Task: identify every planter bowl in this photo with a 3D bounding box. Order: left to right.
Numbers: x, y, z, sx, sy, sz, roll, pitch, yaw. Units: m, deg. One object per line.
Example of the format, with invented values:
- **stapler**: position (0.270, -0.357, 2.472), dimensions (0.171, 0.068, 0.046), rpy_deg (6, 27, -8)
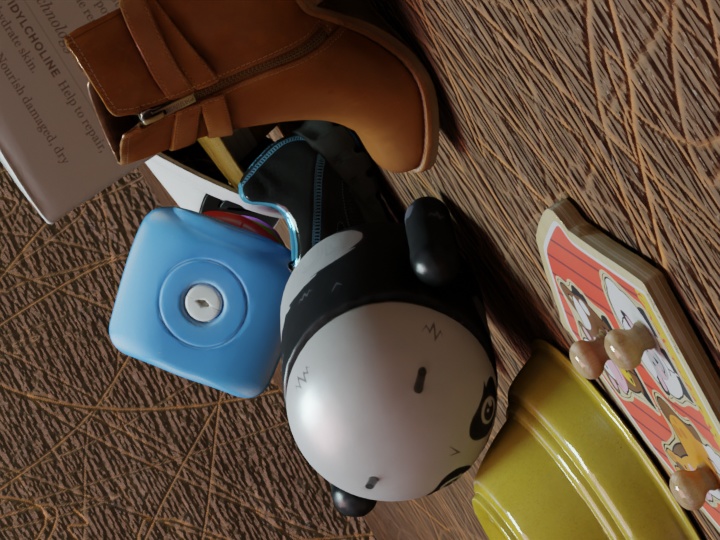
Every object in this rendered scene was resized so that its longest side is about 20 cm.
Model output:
- **planter bowl**: position (0.120, 0.143, 1.418), dimensions (0.200, 0.083, 0.200), rpy_deg (57, 174, 10)

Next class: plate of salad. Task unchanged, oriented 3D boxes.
- **plate of salad**: position (-0.100, -0.090, 1.824), dimensions (0.200, 0.048, 0.200), rpy_deg (25, -168, -6)

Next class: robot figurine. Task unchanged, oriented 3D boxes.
- **robot figurine**: position (0.017, 0.049, 1.456), dimensions (0.200, 0.125, 0.150), rpy_deg (-96, -17, -65)

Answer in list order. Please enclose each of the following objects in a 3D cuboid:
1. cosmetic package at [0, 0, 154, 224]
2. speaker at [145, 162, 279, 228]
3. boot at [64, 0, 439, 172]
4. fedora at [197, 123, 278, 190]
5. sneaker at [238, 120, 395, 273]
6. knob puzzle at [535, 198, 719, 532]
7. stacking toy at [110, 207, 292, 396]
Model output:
- **cosmetic package**: position (-0.142, -0.152, 1.426), dimensions (0.166, 0.200, 0.167), rpy_deg (58, 173, -10)
- **speaker**: position (-0.140, -0.099, 2.180), dimensions (0.200, 0.081, 0.081), rpy_deg (49, 169, 49)
- **boot**: position (-0.050, -0.088, 1.250), dimensions (0.077, 0.155, 0.200), rpy_deg (52, 172, 36)
- **fedora**: position (-0.097, -0.140, 1.671), dimensions (0.201, 0.082, 0.201), rpy_deg (53, 177, 4)
- **sneaker**: position (0.000, 0.000, 1.620), dimensions (0.200, 0.082, 0.073), rpy_deg (56, 171, 1)
- **knob puzzle**: position (0.128, 0.055, 1.179), dimensions (0.220, 0.030, 0.220), rpy_deg (56, 174, 9)
- **stacking toy**: position (-0.086, 0.003, 1.737), dimensions (0.116, 0.110, 0.200), rpy_deg (21, -167, 5)
